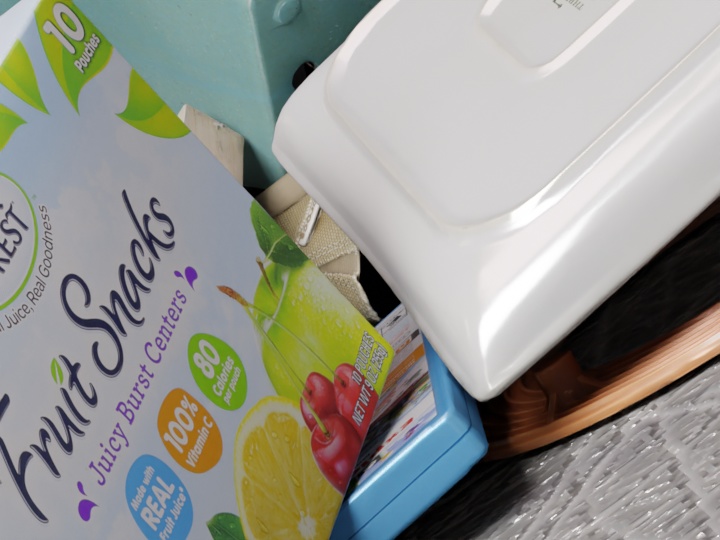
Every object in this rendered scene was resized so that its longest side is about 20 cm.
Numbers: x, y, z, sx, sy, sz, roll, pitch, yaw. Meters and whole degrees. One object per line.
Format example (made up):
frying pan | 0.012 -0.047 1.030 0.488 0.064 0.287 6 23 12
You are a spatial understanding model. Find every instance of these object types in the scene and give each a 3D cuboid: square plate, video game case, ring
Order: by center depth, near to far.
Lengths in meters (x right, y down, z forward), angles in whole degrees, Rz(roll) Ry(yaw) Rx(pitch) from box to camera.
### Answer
square plate | 0.067 -0.075 0.862 0.198 0.028 0.200 -43 30 2
video game case | -0.025 0.072 0.866 0.143 0.018 0.200 -42 7 6
ring | 0.103 -0.010 0.877 0.200 0.019 0.200 -34 7 5

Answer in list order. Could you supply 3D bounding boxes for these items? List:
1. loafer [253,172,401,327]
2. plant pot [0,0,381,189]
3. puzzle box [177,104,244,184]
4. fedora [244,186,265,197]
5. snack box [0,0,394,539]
loafer | 0.000 0.000 0.998 0.076 0.068 0.200 6 -43 -35
plant pot | -0.058 -0.124 1.058 0.141 0.142 0.200 -33 49 -22
puzzle box | -0.079 0.044 0.933 0.133 0.025 0.200 -57 15 23
fedora | -0.045 -0.061 1.179 0.200 0.092 0.201 -18 -9 -3
snack box | -0.073 0.039 0.724 0.053 0.142 0.200 -33 21 31
